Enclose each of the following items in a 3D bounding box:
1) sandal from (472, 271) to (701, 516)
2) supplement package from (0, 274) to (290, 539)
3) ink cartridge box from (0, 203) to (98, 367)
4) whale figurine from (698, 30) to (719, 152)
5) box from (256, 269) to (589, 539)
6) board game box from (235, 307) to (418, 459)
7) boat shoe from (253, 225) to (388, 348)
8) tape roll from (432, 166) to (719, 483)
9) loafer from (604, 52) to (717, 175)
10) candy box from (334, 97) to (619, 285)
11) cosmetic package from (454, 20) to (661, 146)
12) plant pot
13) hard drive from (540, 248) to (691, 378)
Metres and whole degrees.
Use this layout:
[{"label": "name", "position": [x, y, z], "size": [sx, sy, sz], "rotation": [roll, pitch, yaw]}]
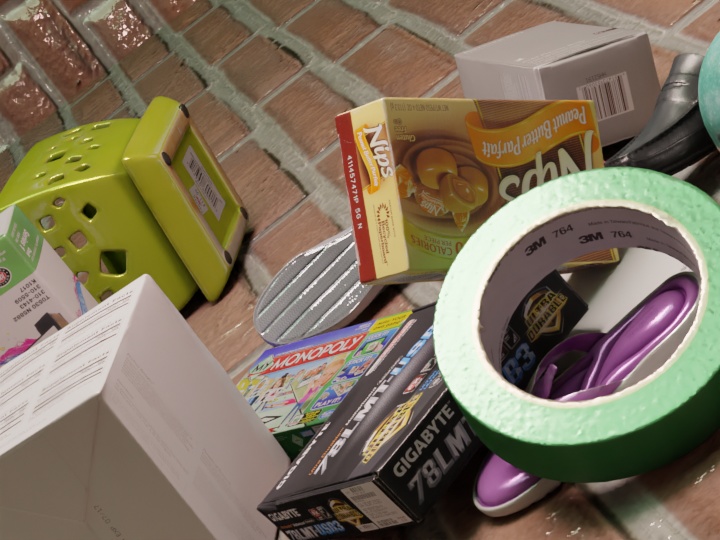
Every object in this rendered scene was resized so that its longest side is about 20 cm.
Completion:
[{"label": "sandal", "position": [0.136, 0.068, 1.395], "size": [0.203, 0.050, 0.082], "rotation": [-45, 23, 2]}, {"label": "supplement package", "position": [-0.169, 0.148, 1.589], "size": [0.147, 0.192, 0.200], "rotation": [-31, 18, 16]}, {"label": "ink cartridge box", "position": [-0.325, 0.063, 2.102], "size": [0.145, 0.200, 0.084], "rotation": [-34, 21, 11]}, {"label": "whale figurine", "position": [0.312, -0.137, 1.519], "size": [0.159, 0.104, 0.200], "rotation": [-43, 18, -20]}, {"label": "box", "position": [0.038, 0.093, 1.500], "size": [0.200, 0.050, 0.198], "rotation": [-49, 13, -24]}, {"label": "board game box", "position": [-0.042, 0.098, 1.743], "size": [0.200, 0.029, 0.135], "rotation": [-18, 27, 48]}, {"label": "boat shoe", "position": [0.000, 0.000, 1.870], "size": [0.200, 0.074, 0.067], "rotation": [-37, -16, 1]}, {"label": "tape roll", "position": [0.145, 0.031, 1.351], "size": [0.199, 0.048, 0.201], "rotation": [-13, 52, 17]}, {"label": "loafer", "position": [0.246, -0.125, 1.636], "size": [0.200, 0.071, 0.068], "rotation": [-36, 11, -27]}, {"label": "candy box", "position": [0.082, -0.054, 1.495], "size": [0.199, 0.116, 0.055], "rotation": [-3, -8, -41]}, {"label": "cosmetic package", "position": [0.164, -0.152, 1.844], "size": [0.106, 0.091, 0.200], "rotation": [-20, 16, -15]}, {"label": "plant pot", "position": [-0.227, -0.049, 2.216], "size": [0.181, 0.200, 0.199], "rotation": [-25, 19, 17]}, {"label": "hard drive", "position": [0.196, 0.013, 1.496], "size": [0.200, 0.026, 0.132], "rotation": [-18, 26, 48]}]
